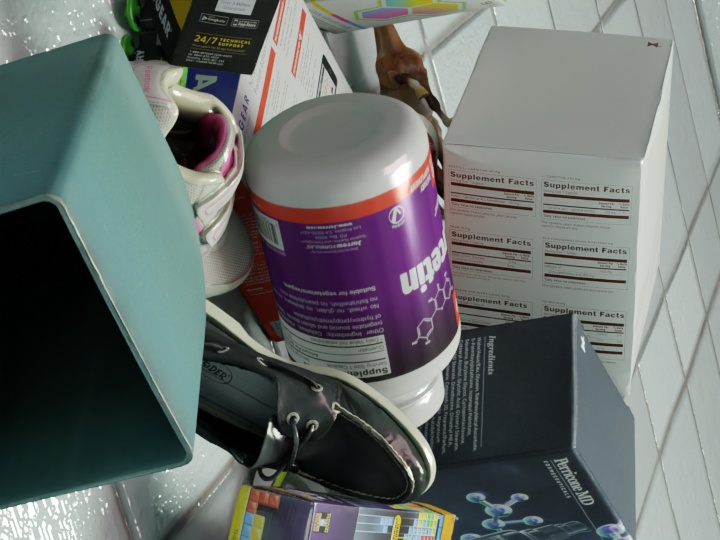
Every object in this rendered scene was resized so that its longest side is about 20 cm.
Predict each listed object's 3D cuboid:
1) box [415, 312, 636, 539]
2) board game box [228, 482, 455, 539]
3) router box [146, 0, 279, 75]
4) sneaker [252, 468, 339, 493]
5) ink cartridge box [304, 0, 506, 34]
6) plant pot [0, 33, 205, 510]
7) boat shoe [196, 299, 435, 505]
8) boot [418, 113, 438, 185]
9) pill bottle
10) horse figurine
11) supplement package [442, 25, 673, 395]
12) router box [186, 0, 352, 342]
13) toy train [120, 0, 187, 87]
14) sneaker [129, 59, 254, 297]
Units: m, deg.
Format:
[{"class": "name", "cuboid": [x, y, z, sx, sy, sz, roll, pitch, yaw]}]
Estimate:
[{"class": "box", "cuboid": [0.077, 0.124, 1.272, 0.149, 0.199, 0.108, 54, 32, -48]}, {"class": "board game box", "cuboid": [-0.023, 0.228, 1.050, 0.165, 0.056, 0.202, 15, 85, -59]}, {"class": "router box", "cuboid": [-0.082, -0.231, 1.010, 0.158, 0.052, 0.201, -66, -147, 35]}, {"class": "sneaker", "cuboid": [-0.029, 0.166, 1.139, 0.074, 0.080, 0.201, 58, 32, -44]}, {"class": "ink cartridge box", "cuboid": [0.047, -0.225, 1.353, 0.104, 0.198, 0.060, 8, 77, -68]}, {"class": "plant pot", "cuboid": [-0.150, -0.015, 0.838, 0.201, 0.140, 0.142, -82, 154, -54]}, {"class": "boat shoe", "cuboid": [-0.054, 0.080, 1.012, 0.199, 0.075, 0.066, 35, 35, 0]}, {"class": "boot", "cuboid": [0.023, 0.007, 1.308, 0.145, 0.072, 0.201, -81, 171, -59]}, {"class": "pill bottle", "cuboid": [0.000, 0.000, 1.129, 0.113, 0.111, 0.201, -70, 153, -53]}, {"class": "horse figurine", "cuboid": [0.048, -0.122, 1.472, 0.133, 0.050, 0.201, 56, -11, 46]}, {"class": "supplement package", "cuboid": [0.150, -0.049, 1.386, 0.192, 0.146, 0.201, -65, 157, -54]}, {"class": "router box", "cuboid": [-0.059, -0.087, 1.228, 0.180, 0.048, 0.201, 60, 29, -42]}, {"class": "toy train", "cuboid": [-0.117, -0.163, 1.128, 0.057, 0.041, 0.201, 69, 21, -54]}, {"class": "sneaker", "cuboid": [-0.102, -0.048, 1.042, 0.200, 0.088, 0.082, 50, 36, -53]}]
